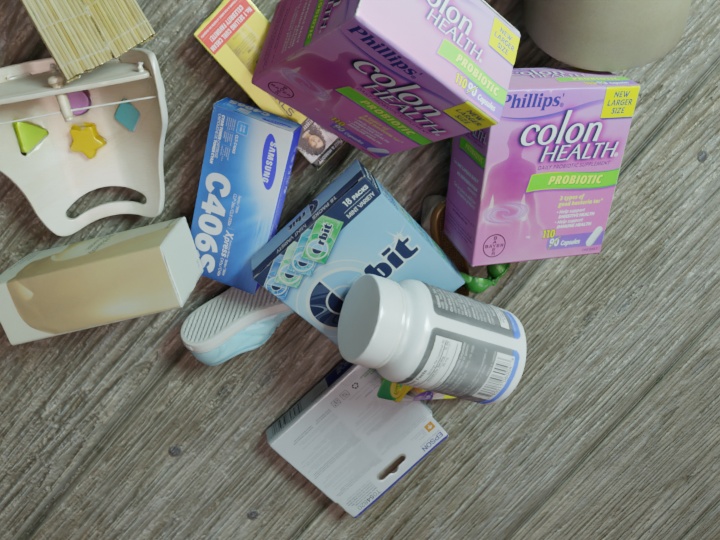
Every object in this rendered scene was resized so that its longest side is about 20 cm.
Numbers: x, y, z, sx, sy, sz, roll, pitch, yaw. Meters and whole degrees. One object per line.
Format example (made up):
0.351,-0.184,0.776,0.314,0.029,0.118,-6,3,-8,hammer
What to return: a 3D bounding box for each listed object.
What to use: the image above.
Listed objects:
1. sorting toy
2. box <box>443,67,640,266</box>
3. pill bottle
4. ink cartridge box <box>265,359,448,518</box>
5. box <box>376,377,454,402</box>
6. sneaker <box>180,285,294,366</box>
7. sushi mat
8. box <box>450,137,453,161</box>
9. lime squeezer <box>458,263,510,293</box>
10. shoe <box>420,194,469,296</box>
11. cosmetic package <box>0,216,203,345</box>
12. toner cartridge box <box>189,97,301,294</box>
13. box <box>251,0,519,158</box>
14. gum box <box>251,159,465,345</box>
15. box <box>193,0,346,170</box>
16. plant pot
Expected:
-0.294,-0.129,0.671,0.195,0.107,0.184,-13,120,-11,sorting toy
0.201,-0.122,0.728,0.171,0.097,0.204,-5,119,-14,box
0.080,0.077,0.711,0.196,0.114,0.116,18,105,-25,pill bottle
-0.001,0.234,0.908,0.199,0.041,0.201,-41,115,2,ink cartridge box
0.114,0.119,0.856,0.196,0.049,0.119,4,121,-37,box
-0.129,0.054,0.804,0.197,0.075,0.083,-26,144,-10,sneaker
-0.283,-0.284,0.598,0.094,0.012,0.203,-30,86,-14,sushi mat
0.215,-0.169,0.809,0.195,0.060,0.119,-12,113,-11,box
0.166,-0.013,0.842,0.197,0.038,0.072,-24,91,-27,lime squeezer
0.108,-0.005,0.850,0.069,0.053,0.205,-18,119,-31,shoe
-0.285,0.009,0.692,0.195,0.106,0.073,-13,112,4,cosmetic package
-0.137,-0.082,0.721,0.093,0.043,0.204,18,115,1,toner cartridge box
0.020,-0.207,0.618,0.174,0.198,0.099,25,75,-32,box
0.000,0.000,0.735,0.169,0.045,0.199,-40,125,14,gum box
-0.093,-0.214,0.714,0.075,0.050,0.200,-41,114,4,box
0.271,-0.349,0.642,0.184,0.190,0.201,-22,151,-6,plant pot
